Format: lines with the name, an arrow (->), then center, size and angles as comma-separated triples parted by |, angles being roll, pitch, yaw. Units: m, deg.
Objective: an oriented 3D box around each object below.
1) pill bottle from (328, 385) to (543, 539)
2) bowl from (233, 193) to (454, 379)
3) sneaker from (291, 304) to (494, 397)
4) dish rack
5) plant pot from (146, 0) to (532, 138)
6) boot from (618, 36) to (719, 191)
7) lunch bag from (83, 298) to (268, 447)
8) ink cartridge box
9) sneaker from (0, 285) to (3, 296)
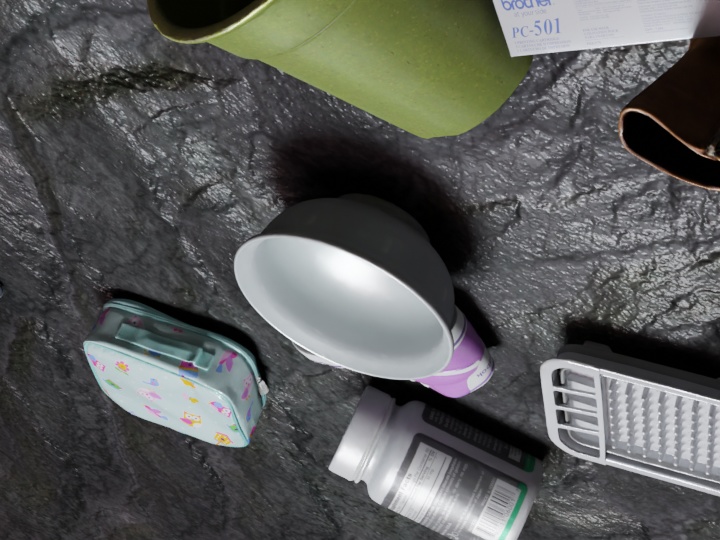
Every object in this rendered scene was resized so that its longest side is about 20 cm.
pill bottle -> 0.076, 0.202, 1.479 | 0.199, 0.114, 0.113 | 26, 152, 2
bowl -> 0.000, 0.000, 1.233 | 0.199, 0.091, 0.202 | 20, 150, 12
sneaker -> 0.032, 0.080, 1.362 | 0.199, 0.073, 0.114 | 4, 151, 40
dish rack -> 0.260, 0.127, 1.275 | 0.198, 0.044, 0.172 | 15, 149, 21
plant pot -> 0.007, -0.174, 0.866 | 0.189, 0.202, 0.199 | 33, 153, -36
boot -> 0.250, -0.089, 0.763 | 0.187, 0.200, 0.069 | 25, 126, 13
lunch bag -> -0.198, 0.111, 1.595 | 0.198, 0.078, 0.161 | 17, 149, 17
ink cartridge box -> 0.180, -0.166, 0.800 | 0.199, 0.094, 0.045 | 1, 125, 38
sneaker -> -0.460, 0.087, 1.683 | 0.076, 0.146, 0.204 | -7, 111, 41
